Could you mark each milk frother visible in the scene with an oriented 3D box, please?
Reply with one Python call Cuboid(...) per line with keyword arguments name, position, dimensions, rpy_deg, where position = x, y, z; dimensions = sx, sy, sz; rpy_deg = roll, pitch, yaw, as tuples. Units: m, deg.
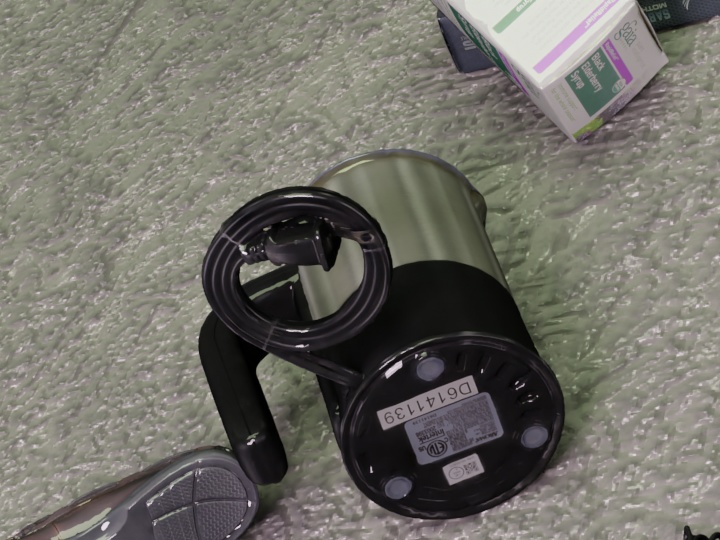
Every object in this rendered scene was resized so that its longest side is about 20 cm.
Cuboid(name="milk frother", position=(0.000, 0.000, 1.386), dimensions=(0.180, 0.200, 0.188), rpy_deg=(-7, 34, -9))

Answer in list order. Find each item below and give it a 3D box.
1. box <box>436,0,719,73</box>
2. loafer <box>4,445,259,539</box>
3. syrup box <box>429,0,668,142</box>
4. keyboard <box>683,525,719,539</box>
Cuboid(name="box", position=(0.154, -0.210, 1.702), dimensions=(0.200, 0.051, 0.158), rpy_deg=(-13, 37, 18))
Cuboid(name="loafer", position=(-0.145, 0.156, 1.420), dimensions=(0.200, 0.072, 0.063), rpy_deg=(-30, 15, -2))
Cuboid(name="syrup box", position=(0.088, -0.177, 1.607), dimensions=(0.081, 0.079, 0.200), rpy_deg=(-42, 59, 1))
Cuboid(name="keyboard", position=(0.181, 0.160, 1.221), dimensions=(0.104, 0.040, 0.200), rpy_deg=(-4, 40, 27))
